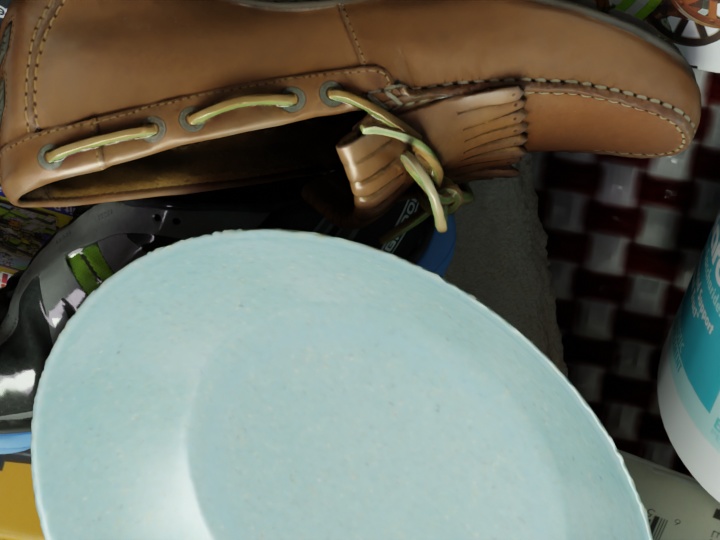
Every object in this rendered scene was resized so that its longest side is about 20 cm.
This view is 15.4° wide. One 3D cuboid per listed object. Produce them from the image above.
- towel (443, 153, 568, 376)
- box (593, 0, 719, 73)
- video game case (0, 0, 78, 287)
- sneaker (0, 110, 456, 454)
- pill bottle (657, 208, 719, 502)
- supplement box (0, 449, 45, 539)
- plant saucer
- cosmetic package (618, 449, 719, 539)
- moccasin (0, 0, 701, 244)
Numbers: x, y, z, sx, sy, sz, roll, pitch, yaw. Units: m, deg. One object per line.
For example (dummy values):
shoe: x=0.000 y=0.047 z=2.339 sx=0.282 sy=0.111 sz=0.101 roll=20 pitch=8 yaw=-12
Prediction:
towel: x=0.000 y=0.000 z=0.896 sx=0.132 sy=0.035 sz=0.200 roll=0 pitch=131 yaw=13
box: x=0.065 y=-0.150 z=0.733 sx=0.136 sy=0.038 sz=0.200 roll=10 pitch=134 yaw=6
video game case: x=-0.159 y=-0.066 z=0.862 sx=0.199 sy=0.026 sz=0.181 roll=16 pitch=135 yaw=13
sneaker: x=-0.071 y=-0.004 z=0.821 sx=0.199 sy=0.071 sz=0.083 roll=-20 pitch=118 yaw=0
pill bottle: x=0.164 y=-0.016 z=0.782 sx=0.110 sy=0.111 sz=0.200 roll=16 pitch=134 yaw=0
supplement box: x=-0.149 y=0.060 z=0.930 sx=0.199 sy=0.067 sz=0.069 roll=5 pitch=169 yaw=29
plant saucer: x=-0.002 y=0.071 z=0.782 sx=0.200 sy=0.039 sz=0.202 roll=12 pitch=121 yaw=20
cosmetic package: x=0.065 y=0.148 z=0.887 sx=0.105 sy=0.071 sz=0.200 roll=19 pitch=138 yaw=15
moccasin: x=-0.002 y=-0.041 z=0.750 sx=0.201 sy=0.078 sz=0.074 roll=2 pitch=161 yaw=-16
